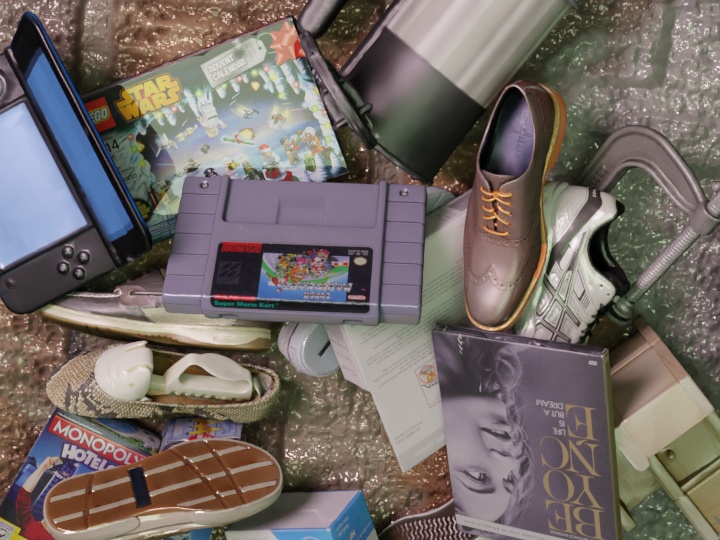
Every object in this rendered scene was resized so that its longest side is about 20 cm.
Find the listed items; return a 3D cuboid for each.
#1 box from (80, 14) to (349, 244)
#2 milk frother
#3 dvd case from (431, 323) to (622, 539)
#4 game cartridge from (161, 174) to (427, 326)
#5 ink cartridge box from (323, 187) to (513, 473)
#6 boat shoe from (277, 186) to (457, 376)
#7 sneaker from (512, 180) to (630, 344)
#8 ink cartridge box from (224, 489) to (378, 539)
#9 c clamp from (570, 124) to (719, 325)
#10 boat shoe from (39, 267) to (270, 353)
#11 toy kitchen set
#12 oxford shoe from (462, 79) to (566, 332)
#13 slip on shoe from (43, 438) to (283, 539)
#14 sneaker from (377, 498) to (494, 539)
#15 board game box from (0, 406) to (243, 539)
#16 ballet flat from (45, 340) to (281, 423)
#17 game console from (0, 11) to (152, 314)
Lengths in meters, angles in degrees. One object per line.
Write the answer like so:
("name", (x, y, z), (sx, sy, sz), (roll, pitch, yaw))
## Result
("box", (-0.125, -0.113, 1.091), (0.200, 0.040, 0.137), (-21, 105, 3))
("milk frother", (0.053, -0.177, 0.998), (0.180, 0.200, 0.188), (35, 101, -20))
("dvd case", (0.135, 0.143, 1.058), (0.148, 0.016, 0.201), (7, 120, 31))
("game cartridge", (-0.049, -0.017, 1.029), (0.199, 0.130, 0.038), (2, 138, 3))
("ink cartridge box", (0.074, 0.044, 1.105), (0.200, 0.045, 0.177), (-31, 116, -21))
("boat shoe", (0.000, 0.000, 1.115), (0.200, 0.067, 0.074), (-45, 122, -14))
("sneaker", (0.175, 0.029, 1.072), (0.087, 0.076, 0.201), (6, 107, 24))
("ink cartridge box", (-0.031, 0.302, 1.177), (0.116, 0.068, 0.200), (-8, 109, 31))
("c clamp", (0.232, -0.024, 1.068), (0.171, 0.027, 0.200), (58, 140, 15))
("boat shoe", (-0.172, 0.030, 1.120), (0.199, 0.073, 0.065), (8, 81, 1))
("toy kitchen set", (0.251, 0.184, 1.125), (0.163, 0.180, 0.200), (-38, 100, 8))
("oxford shoe", (0.108, -0.050, 1.021), (0.071, 0.073, 0.201), (10, 94, 26))
("slip on shoe", (-0.164, 0.196, 1.106), (0.199, 0.076, 0.061), (-13, 146, -8))
("sneaker", (0.093, 0.244, 1.193), (0.200, 0.085, 0.073), (-36, 62, 25))
("board game box", (-0.199, 0.195, 1.163), (0.200, 0.062, 0.200), (30, 101, -11))
("ballet flat", (-0.161, 0.090, 1.109), (0.199, 0.068, 0.075), (7, 150, -21))
("game console", (-0.265, -0.077, 1.030), (0.170, 0.118, 0.200), (-26, 94, 9))
